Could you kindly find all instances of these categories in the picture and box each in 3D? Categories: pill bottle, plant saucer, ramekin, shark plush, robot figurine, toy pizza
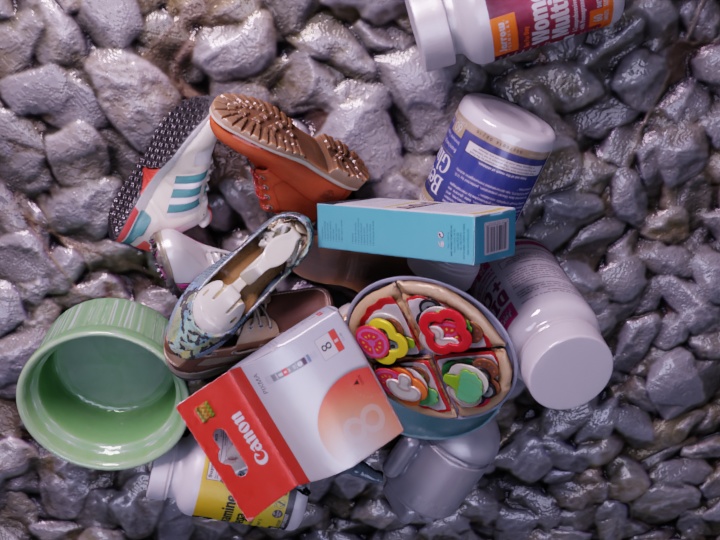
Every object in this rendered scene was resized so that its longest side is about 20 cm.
[{"bbox_3d":[0.203,0.058,1.026,0.112,0.201,0.114,-5,120,-9],"label":"pill bottle"},{"bbox_3d":[0.072,0.115,1.059,0.198,0.036,0.202,9,129,11],"label":"plant saucer"},{"bbox_3d":[0.147,-0.269,0.892,0.198,0.110,0.110,-17,120,4],"label":"pill bottle"},{"bbox_3d":[0.124,-0.081,0.996,0.110,0.111,0.201,16,117,-14],"label":"pill bottle"},{"bbox_3d":[-0.299,0.131,1.088,0.197,0.098,0.202,-2,120,-3],"label":"ramekin"},{"bbox_3d":[-0.072,0.239,1.129,0.198,0.091,0.084,16,81,-26],"label":"shark plush"},{"bbox_3d":[-0.169,0.265,1.168,0.198,0.113,0.113,12,118,-11],"label":"pill bottle"},{"bbox_3d":[0.107,0.239,1.177,0.168,0.113,0.201,7,123,-40],"label":"robot figurine"},{"bbox_3d":[0.071,0.093,0.982,0.198,0.032,0.202,14,131,17],"label":"toy pizza"}]

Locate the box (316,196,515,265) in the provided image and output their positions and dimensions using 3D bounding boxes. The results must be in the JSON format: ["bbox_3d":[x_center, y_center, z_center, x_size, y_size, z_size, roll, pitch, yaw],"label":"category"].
[{"bbox_3d":[0.054,-0.043,0.936,0.198,0.082,0.050,8,103,39],"label":"box"}]

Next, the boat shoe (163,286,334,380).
[{"bbox_3d":[-0.122,0.063,1.001,0.198,0.076,0.072,-21,151,-9],"label":"boat shoe"}]

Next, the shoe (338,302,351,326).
[{"bbox_3d":[-0.067,0.091,1.089,0.054,0.070,0.200,51,128,6],"label":"shoe"}]

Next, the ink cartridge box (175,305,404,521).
[{"bbox_3d":[-0.073,0.157,0.980,0.199,0.050,0.163,-33,105,-15],"label":"ink cartridge box"}]

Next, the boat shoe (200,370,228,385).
[{"bbox_3d":[-0.097,0.143,1.061,0.199,0.068,0.072,31,76,3],"label":"boat shoe"}]

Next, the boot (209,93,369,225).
[{"bbox_3d":[-0.094,-0.109,0.965,0.199,0.076,0.107,26,124,-38],"label":"boot"}]

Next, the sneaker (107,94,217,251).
[{"bbox_3d":[-0.192,-0.099,0.993,0.093,0.071,0.200,24,114,-37],"label":"sneaker"}]

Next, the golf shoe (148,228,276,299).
[{"bbox_3d":[-0.163,-0.002,1.011,0.091,0.073,0.200,-26,153,6],"label":"golf shoe"}]

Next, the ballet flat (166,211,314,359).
[{"bbox_3d":[-0.124,0.010,0.942,0.200,0.074,0.074,-49,117,-13],"label":"ballet flat"}]

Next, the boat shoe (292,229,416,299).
[{"bbox_3d":[0.000,0.000,1.058,0.198,0.070,0.071,25,92,-18],"label":"boat shoe"}]
